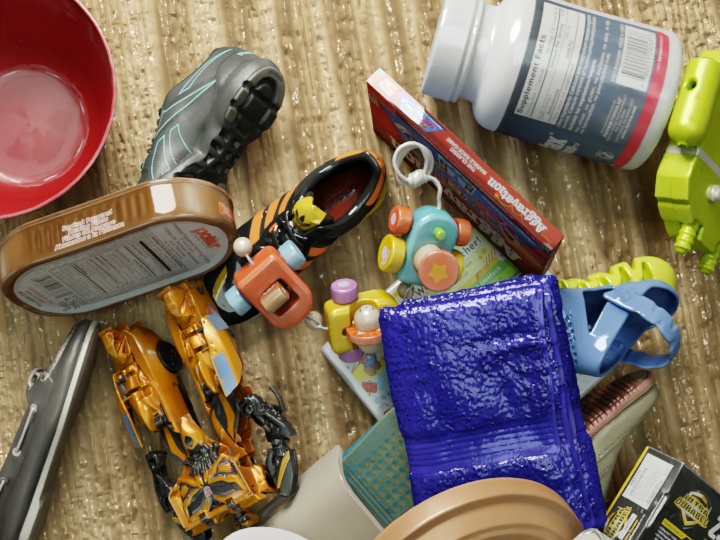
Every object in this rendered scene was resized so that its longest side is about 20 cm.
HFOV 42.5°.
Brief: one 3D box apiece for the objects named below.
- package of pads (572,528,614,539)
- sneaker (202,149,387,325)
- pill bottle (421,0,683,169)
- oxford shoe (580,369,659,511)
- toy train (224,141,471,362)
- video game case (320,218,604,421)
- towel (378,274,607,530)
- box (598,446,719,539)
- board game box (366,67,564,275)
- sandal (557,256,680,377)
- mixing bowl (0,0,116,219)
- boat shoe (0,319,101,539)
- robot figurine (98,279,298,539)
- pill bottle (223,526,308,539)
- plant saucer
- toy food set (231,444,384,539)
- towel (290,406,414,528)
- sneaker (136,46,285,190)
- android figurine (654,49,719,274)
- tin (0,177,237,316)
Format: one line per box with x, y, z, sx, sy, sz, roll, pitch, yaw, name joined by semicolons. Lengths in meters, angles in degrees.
0.153;0.288;0.643;0.153;0.068;0.201;33;102;-27;package of pads
-0.059;-0.034;0.774;0.199;0.090;0.070;-41;87;-6;sneaker
0.157;-0.168;0.785;0.196;0.120;0.122;16;83;0;pill bottle
0.185;0.169;0.780;0.074;0.071;0.200;44;94;-1;oxford shoe
0.000;0.000;0.731;0.199;0.056;0.151;-36;121;1;toy train
0.096;0.073;0.805;0.199;0.023;0.183;-40;87;-5;video game case
0.099;0.113;0.702;0.145;0.050;0.204;-12;91;4;towel
0.265;0.266;0.746;0.199;0.049;0.161;37;81;-20;box
0.082;-0.075;0.762;0.019;0.103;0.200;-44;76;-7;board game box
0.175;0.051;0.747;0.196;0.080;0.088;-17;41;-1;sandal
-0.290;-0.132;0.765;0.196;0.108;0.204;0;83;-3;mixing bowl
-0.268;0.133;0.759;0.056;0.067;0.204;17;87;-5;boat shoe
-0.134;0.120;0.751;0.144;0.058;0.202;-31;76;20;robot figurine
-0.087;0.305;0.693;0.109;0.111;0.203;21;108;0;pill bottle
0.075;0.236;0.649;0.197;0.032;0.204;-11;121;-17;plant saucer
-0.004;0.261;0.750;0.143;0.060;0.201;-41;90;20;toy food set
0.050;0.224;0.762;0.146;0.022;0.201;-42;89;20;towel
-0.146;-0.105;0.799;0.079;0.075;0.201;39;90;32;sneaker
0.310;-0.099;0.783;0.181;0.041;0.203;31;78;-40;android figurine
-0.194;-0.015;0.746;0.197;0.112;0.043;-19;68;6;tin
